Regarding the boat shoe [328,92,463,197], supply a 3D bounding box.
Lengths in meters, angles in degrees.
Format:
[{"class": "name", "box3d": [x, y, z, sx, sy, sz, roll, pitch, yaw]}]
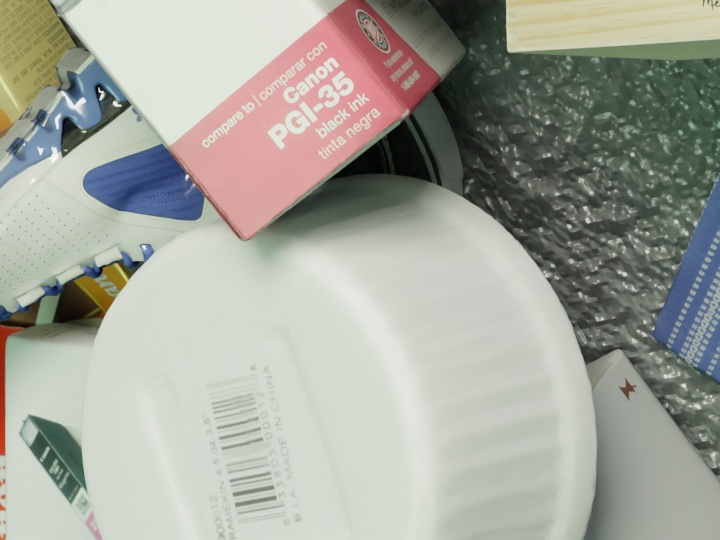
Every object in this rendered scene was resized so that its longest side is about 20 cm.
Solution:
[{"class": "boat shoe", "box3d": [-0.002, 0.000, 1.082, 0.073, 0.068, 0.200, 17, 130, 21]}]

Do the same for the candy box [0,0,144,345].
[{"class": "candy box", "box3d": [-0.166, -0.052, 1.159, 0.115, 0.055, 0.201, -16, 113, 40]}]

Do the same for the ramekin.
[{"class": "ramekin", "box3d": [-0.016, 0.066, 0.992, 0.200, 0.098, 0.202, 6, 100, 37]}]

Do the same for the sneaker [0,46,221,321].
[{"class": "sneaker", "box3d": [-0.104, -0.023, 1.077, 0.115, 0.200, 0.081, 41, 179, -16]}]

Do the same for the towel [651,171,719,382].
[{"class": "towel", "box3d": [0.221, 0.026, 0.994, 0.199, 0.024, 0.145, 31, 136, 13]}]

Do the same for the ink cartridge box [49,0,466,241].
[{"class": "ink cartridge box", "box3d": [-0.061, -0.125, 0.952, 0.083, 0.147, 0.200, -37, 95, 18]}]

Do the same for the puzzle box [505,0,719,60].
[{"class": "puzzle box", "box3d": [0.167, -0.090, 0.866, 0.199, 0.133, 0.026, -1, 92, 33]}]

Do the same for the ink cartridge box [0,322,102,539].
[{"class": "ink cartridge box", "box3d": [-0.147, 0.124, 1.158, 0.173, 0.044, 0.201, 6, 100, 27]}]

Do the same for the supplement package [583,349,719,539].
[{"class": "supplement package", "box3d": [0.057, 0.141, 1.113, 0.200, 0.117, 0.117, -32, 98, 43]}]
